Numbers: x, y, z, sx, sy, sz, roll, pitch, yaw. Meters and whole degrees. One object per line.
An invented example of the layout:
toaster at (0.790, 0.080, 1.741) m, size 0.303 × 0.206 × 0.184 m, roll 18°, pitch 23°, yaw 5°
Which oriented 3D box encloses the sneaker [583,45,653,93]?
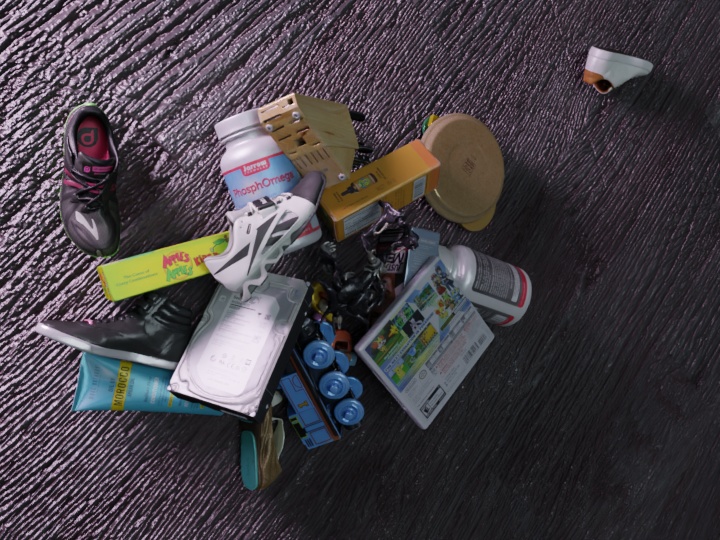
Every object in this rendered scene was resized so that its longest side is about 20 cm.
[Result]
sneaker at (0.532, -0.414, 1.254) m, size 0.198 × 0.073 × 0.085 m, roll -6°, pitch 124°, yaw -34°

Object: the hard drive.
hard drive at (-0.160, 0.094, 0.822) m, size 0.038 × 0.138 × 0.201 m, roll 70°, pitch 37°, yaw -56°

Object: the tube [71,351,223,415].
tube at (-0.285, 0.164, 0.829) m, size 0.198 × 0.050 × 0.078 m, roll 12°, pitch 76°, yaw -23°

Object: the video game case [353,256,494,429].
video game case at (0.106, 0.112, 0.934) m, size 0.200 × 0.022 × 0.183 m, roll -47°, pitch 113°, yaw -21°

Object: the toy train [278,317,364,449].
toy train at (-0.069, 0.166, 0.891) m, size 0.113 × 0.087 × 0.201 m, roll -22°, pitch 112°, yaw 7°

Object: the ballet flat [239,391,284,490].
ballet flat at (-0.147, 0.223, 0.894) m, size 0.072 × 0.067 × 0.202 m, roll -11°, pitch 96°, yaw -47°

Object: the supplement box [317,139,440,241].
supplement box at (0.028, -0.128, 0.950) m, size 0.199 × 0.069 × 0.067 m, roll -28°, pitch 64°, yaw -16°

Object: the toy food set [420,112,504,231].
toy food set at (0.180, -0.182, 1.068) m, size 0.199 × 0.049 × 0.200 m, roll 19°, pitch 81°, yaw -26°

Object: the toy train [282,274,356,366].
toy train at (-0.080, 0.088, 0.927) m, size 0.198 × 0.055 × 0.152 m, roll 16°, pitch 83°, yaw -27°

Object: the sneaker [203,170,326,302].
sneaker at (-0.123, -0.064, 0.776) m, size 0.088 × 0.074 × 0.201 m, roll 40°, pitch 78°, yaw -18°

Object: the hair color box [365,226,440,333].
hair color box at (0.066, 0.035, 0.979) m, size 0.060 × 0.099 × 0.202 m, roll 10°, pitch 86°, yaw -29°

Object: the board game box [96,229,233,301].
board game box at (-0.246, -0.012, 0.813) m, size 0.198 × 0.101 × 0.048 m, roll -19°, pitch 98°, yaw -26°

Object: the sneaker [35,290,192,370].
sneaker at (-0.316, 0.066, 0.797) m, size 0.199 × 0.070 × 0.100 m, roll 19°, pitch 81°, yaw -33°

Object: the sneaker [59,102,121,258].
sneaker at (-0.348, -0.116, 0.768) m, size 0.076 × 0.084 × 0.202 m, roll -7°, pitch 94°, yaw -27°

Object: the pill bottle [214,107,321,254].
pill bottle at (-0.136, -0.124, 0.866) m, size 0.108 × 0.108 × 0.202 m, roll -25°, pitch 101°, yaw -25°

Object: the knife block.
knife block at (-0.054, -0.216, 0.882) m, size 0.200 × 0.063 × 0.177 m, roll 50°, pitch 36°, yaw -40°

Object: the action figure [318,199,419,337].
action figure at (0.000, 0.000, 0.899) m, size 0.119 × 0.102 × 0.200 m, roll 43°, pitch 83°, yaw -28°

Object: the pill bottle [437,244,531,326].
pill bottle at (0.190, 0.021, 1.039) m, size 0.199 × 0.110 × 0.112 m, roll 19°, pitch 82°, yaw -27°
